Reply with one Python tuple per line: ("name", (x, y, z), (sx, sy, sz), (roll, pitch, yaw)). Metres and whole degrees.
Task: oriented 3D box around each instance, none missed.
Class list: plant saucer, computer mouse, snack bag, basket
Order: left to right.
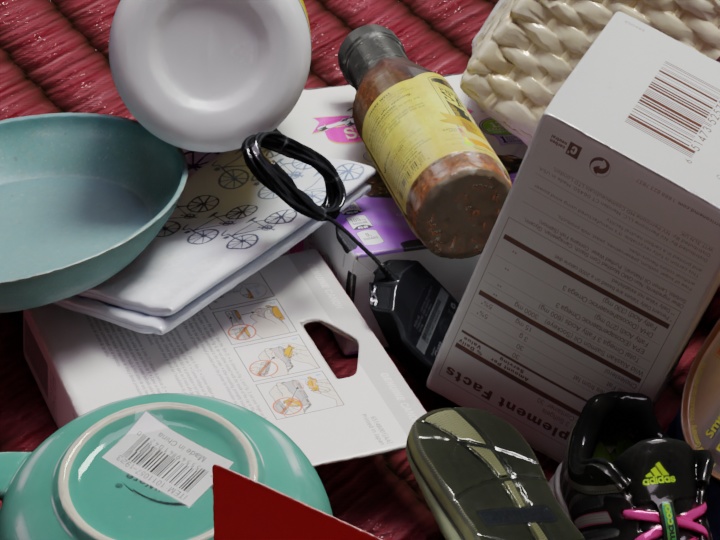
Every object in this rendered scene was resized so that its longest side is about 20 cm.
("plant saucer", (-0.190, -0.027, 1.364), (0.198, 0.036, 0.200), (-7, 29, 4))
("snack bag", (-0.121, -0.032, 1.414), (0.199, 0.022, 0.188), (14, 36, 37))
("computer mouse", (0.000, 0.000, 1.363), (0.034, 0.200, 0.059), (-27, 23, 39))
("basket", (0.187, -0.142, 1.488), (0.200, 0.199, 0.161), (38, 16, 0))

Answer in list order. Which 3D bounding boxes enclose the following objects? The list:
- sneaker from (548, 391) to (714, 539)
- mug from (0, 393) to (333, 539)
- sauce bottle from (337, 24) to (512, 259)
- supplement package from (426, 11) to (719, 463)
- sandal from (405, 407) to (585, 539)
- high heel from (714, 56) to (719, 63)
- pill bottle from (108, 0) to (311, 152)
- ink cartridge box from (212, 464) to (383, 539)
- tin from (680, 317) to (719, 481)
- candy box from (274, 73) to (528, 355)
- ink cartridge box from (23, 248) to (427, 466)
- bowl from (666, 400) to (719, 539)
("sneaker", (0.143, 0.130, 1.216), (0.073, 0.088, 0.200), (-3, 33, -14))
("mug", (-0.100, 0.130, 1.089), (0.183, 0.115, 0.153), (-8, 43, -8))
("sauce bottle", (0.032, -0.082, 1.440), (0.065, 0.066, 0.200), (-5, 35, -16))
("supplement package", (0.133, -0.010, 1.310), (0.117, 0.201, 0.117), (28, 42, 8))
("sandal", (0.071, 0.148, 1.204), (0.079, 0.058, 0.202), (5, 36, -20))
("high heel", (0.167, -0.048, 1.365), (0.096, 0.200, 0.068), (20, 44, -43))
("pill bottle", (-0.084, -0.132, 1.429), (0.111, 0.113, 0.200), (4, 8, -2))
("ink cartridge box", (-0.012, 0.195, 0.972), (0.159, 0.201, 0.047), (22, 35, 27))
("tin", (0.240, 0.026, 1.255), (0.042, 0.201, 0.112), (34, -1, -42))
("candy box", (0.035, -0.040, 1.504), (0.166, 0.072, 0.200), (-8, 33, -20))
("ink cartridge box", (-0.073, 0.067, 1.331), (0.175, 0.045, 0.200), (-8, 33, -19))
("bowl", (0.259, 0.107, 1.324), (0.199, 0.040, 0.201), (4, 31, -3))
